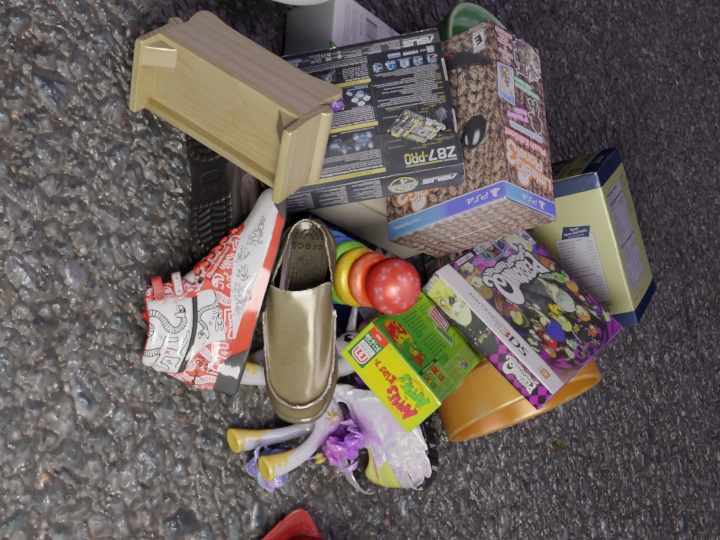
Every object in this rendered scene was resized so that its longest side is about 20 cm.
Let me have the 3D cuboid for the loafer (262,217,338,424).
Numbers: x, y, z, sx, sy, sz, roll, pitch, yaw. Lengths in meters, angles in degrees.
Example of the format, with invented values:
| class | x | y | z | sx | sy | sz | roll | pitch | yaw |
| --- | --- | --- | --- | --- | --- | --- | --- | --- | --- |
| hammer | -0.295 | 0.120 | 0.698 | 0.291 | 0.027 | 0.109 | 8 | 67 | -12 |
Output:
| class | x | y | z | sx | sy | sz | roll | pitch | yaw |
| --- | --- | --- | --- | --- | --- | --- | --- | --- | --- |
| loafer | -0.059 | 0.040 | 1.097 | 0.068 | 0.075 | 0.203 | 73 | 15 | -68 |

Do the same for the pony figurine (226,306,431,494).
| class | x | y | z | sx | sy | sz | roll | pitch | yaw |
| --- | --- | --- | --- | --- | --- | --- | --- | --- | --- |
| pony figurine | -0.034 | 0.145 | 1.185 | 0.198 | 0.166 | 0.196 | -16 | 84 | -37 |

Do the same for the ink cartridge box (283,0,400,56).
| class | x | y | z | sx | sy | sz | roll | pitch | yaw |
| --- | --- | --- | --- | --- | --- | --- | --- | --- | --- |
| ink cartridge box | 0.003 | -0.210 | 1.372 | 0.199 | 0.087 | 0.148 | 24 | 62 | -44 |

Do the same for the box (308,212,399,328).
| class | x | y | z | sx | sy | sz | roll | pitch | yaw |
| --- | --- | --- | --- | --- | --- | --- | --- | --- | --- |
| box | 0.000 | 0.000 | 1.347 | 0.202 | 0.032 | 0.122 | 59 | 40 | -22 |

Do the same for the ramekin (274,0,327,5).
| class | x | y | z | sx | sy | sz | roll | pitch | yaw |
| --- | --- | --- | --- | --- | --- | --- | --- | --- | --- |
| ramekin | -0.075 | -0.381 | 1.259 | 0.197 | 0.098 | 0.203 | 14 | 52 | -18 |

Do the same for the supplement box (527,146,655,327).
| class | x | y | z | sx | sy | sz | roll | pitch | yaw |
| --- | --- | --- | --- | --- | --- | --- | --- | --- | --- |
| supplement box | 0.256 | -0.029 | 1.529 | 0.134 | 0.197 | 0.203 | -38 | 113 | -60 |

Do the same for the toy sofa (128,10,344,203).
| class | x | y | z | sx | sy | sz | roll | pitch | yaw |
| --- | --- | --- | --- | --- | --- | --- | --- | --- | --- |
| toy sofa | -0.116 | -0.159 | 1.112 | 0.097 | 0.198 | 0.084 | -39 | 154 | -44 |

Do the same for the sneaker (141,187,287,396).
| class | x | y | z | sx | sy | sz | roll | pitch | yaw |
| --- | --- | --- | --- | --- | --- | --- | --- | --- | --- |
| sneaker | -0.139 | 0.005 | 1.088 | 0.106 | 0.067 | 0.205 | 16 | 81 | -7 |

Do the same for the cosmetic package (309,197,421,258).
| class | x | y | z | sx | sy | sz | roll | pitch | yaw |
| --- | --- | --- | --- | --- | --- | --- | --- | --- | --- |
| cosmetic package | 0.012 | -0.097 | 1.313 | 0.199 | 0.072 | 0.105 | 23 | 59 | -44 |

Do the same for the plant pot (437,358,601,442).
| class | x | y | z | sx | sy | sz | roll | pitch | yaw |
| --- | --- | --- | --- | --- | --- | --- | --- | --- | --- |
| plant pot | 0.165 | 0.083 | 1.424 | 0.199 | 0.199 | 0.186 | 0 | 64 | -52 |

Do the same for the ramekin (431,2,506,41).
| class | x | y | z | sx | sy | sz | roll | pitch | yaw |
| --- | --- | --- | --- | --- | --- | --- | --- | --- | --- |
| ramekin | 0.142 | -0.235 | 1.527 | 0.199 | 0.097 | 0.203 | 30 | 46 | -37 |

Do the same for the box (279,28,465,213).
| class | x | y | z | sx | sy | sz | roll | pitch | yaw |
| --- | --- | --- | --- | --- | --- | --- | --- | --- | --- |
| box | -0.002 | -0.154 | 1.202 | 0.049 | 0.196 | 0.164 | 77 | 3 | -65 |

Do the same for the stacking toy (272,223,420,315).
| class | x | y | z | sx | sy | sz | roll | pitch | yaw |
| --- | --- | --- | --- | --- | --- | --- | --- | --- | --- |
| stacking toy | -0.009 | 0.006 | 1.179 | 0.084 | 0.199 | 0.087 | -9 | 106 | -33 |

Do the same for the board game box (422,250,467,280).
| class | x | y | z | sx | sy | sz | roll | pitch | yaw |
| --- | --- | --- | --- | --- | --- | --- | --- | --- | --- |
| board game box | 0.105 | -0.080 | 1.519 | 0.104 | 0.023 | 0.204 | -4 | 83 | -51 |

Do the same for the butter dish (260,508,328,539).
| class | x | y | z | sx | sy | sz | roll | pitch | yaw |
| --- | --- | --- | --- | --- | --- | --- | --- | --- | --- |
| butter dish | -0.031 | 0.350 | 1.106 | 0.199 | 0.146 | 0.203 | -36 | 107 | -51 |

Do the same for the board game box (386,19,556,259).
| class | x | y | z | sx | sy | sz | roll | pitch | yaw |
| --- | --- | --- | --- | --- | --- | --- | --- | --- | --- |
| board game box | 0.112 | -0.137 | 1.264 | 0.096 | 0.158 | 0.204 | 16 | 63 | -45 |

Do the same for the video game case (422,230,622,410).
| class | x | y | z | sx | sy | sz | roll | pitch | yaw |
| --- | --- | --- | --- | --- | --- | --- | --- | --- | --- |
| video game case | 0.185 | 0.044 | 1.310 | 0.181 | 0.036 | 0.199 | 47 | 38 | 12 |

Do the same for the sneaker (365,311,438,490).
| class | x | y | z | sx | sy | sz | roll | pitch | yaw |
| --- | --- | --- | --- | --- | --- | --- | --- | --- | --- |
| sneaker | 0.025 | 0.142 | 1.289 | 0.077 | 0.089 | 0.204 | 12 | 67 | -46 |

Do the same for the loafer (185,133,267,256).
| class | x | y | z | sx | sy | sz | roll | pitch | yaw |
| --- | --- | --- | --- | --- | --- | --- | --- | --- | --- |
| loafer | -0.133 | -0.104 | 1.189 | 0.071 | 0.072 | 0.204 | 29 | 60 | -58 |

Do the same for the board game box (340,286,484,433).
| class | x | y | z | sx | sy | sz | roll | pitch | yaw |
| --- | --- | --- | --- | --- | --- | --- | --- | --- | --- |
| board game box | 0.058 | 0.085 | 1.194 | 0.102 | 0.048 | 0.200 | 48 | 19 | 5 |
